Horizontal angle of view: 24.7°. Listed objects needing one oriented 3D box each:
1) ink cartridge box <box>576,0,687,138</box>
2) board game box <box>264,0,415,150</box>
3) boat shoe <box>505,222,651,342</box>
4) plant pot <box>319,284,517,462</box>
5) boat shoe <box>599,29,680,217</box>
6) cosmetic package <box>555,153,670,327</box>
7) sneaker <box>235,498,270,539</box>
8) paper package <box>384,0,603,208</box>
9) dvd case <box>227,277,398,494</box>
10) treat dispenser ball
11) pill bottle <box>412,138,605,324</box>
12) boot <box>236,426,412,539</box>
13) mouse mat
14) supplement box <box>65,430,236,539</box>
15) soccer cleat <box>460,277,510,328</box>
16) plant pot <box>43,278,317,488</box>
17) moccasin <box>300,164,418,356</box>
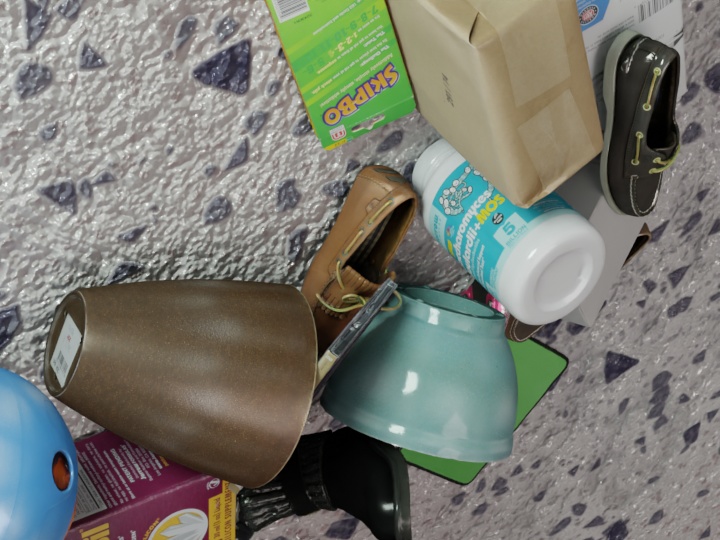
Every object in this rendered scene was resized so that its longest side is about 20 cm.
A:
[{"bbox_3d":[0.226,-0.225,1.561,0.145,0.084,0.201,-32,138,-15],"label":"ink cartridge box"},{"bbox_3d":[-0.017,-0.194,1.418,0.095,0.030,0.201,-24,135,-3],"label":"board game box"},{"bbox_3d":[0.229,0.008,1.773,0.200,0.072,0.072,-48,140,5],"label":"boat shoe"},{"bbox_3d":[0.072,0.092,1.640,0.200,0.200,0.135,7,101,-43],"label":"plant pot"},{"bbox_3d":[0.267,-0.127,1.546,0.072,0.060,0.202,-40,138,-33],"label":"boat shoe"},{"bbox_3d":[0.226,-0.059,1.648,0.201,0.085,0.108,-58,144,-20],"label":"cosmetic package"},{"bbox_3d":[-0.128,0.248,1.699,0.200,0.077,0.080,-50,179,-6],"label":"sneaker"},{"bbox_3d":[0.105,-0.190,1.407,0.103,0.191,0.200,-33,139,-10],"label":"paper package"},{"bbox_3d":[-0.045,0.107,1.529,0.200,0.016,0.149,-55,177,34],"label":"dvd case"},{"bbox_3d":[-0.332,0.174,1.351,0.200,0.201,0.202,-22,136,-23],"label":"treat dispenser ball"},{"bbox_3d":[0.131,-0.046,1.546,0.110,0.200,0.111,-22,135,-24],"label":"pill bottle"},{"bbox_3d":[-0.039,0.214,1.579,0.157,0.211,0.080,-9,107,-10],"label":"boot"},{"bbox_3d":[0.141,0.157,1.881,0.200,0.008,0.161,-52,140,8],"label":"mouse mat"},{"bbox_3d":[-0.225,0.229,1.564,0.199,0.103,0.131,-19,135,-26],"label":"supplement box"},{"bbox_3d":[0.151,0.014,1.717,0.086,0.070,0.201,-15,133,-36],"label":"soccer cleat"},{"bbox_3d":[-0.169,0.084,1.447,0.199,0.187,0.188,13,116,-29],"label":"plant pot"},{"bbox_3d":[0.001,0.000,1.573,0.073,0.078,0.202,8,118,-45],"label":"moccasin"}]
